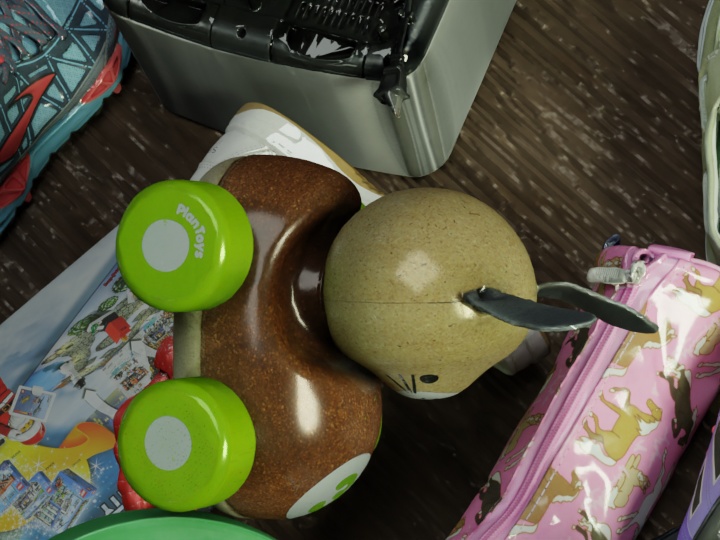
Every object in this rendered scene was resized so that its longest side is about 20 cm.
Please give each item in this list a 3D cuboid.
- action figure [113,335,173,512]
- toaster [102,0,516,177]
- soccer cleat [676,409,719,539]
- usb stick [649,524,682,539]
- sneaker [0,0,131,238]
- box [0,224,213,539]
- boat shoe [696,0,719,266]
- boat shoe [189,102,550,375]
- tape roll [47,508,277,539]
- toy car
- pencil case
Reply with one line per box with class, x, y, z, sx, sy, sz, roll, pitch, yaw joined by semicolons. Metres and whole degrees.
action figure;-0.096;0.129;1.107;0.051;0.065;0.202;5;85;14
toaster;-0.018;-0.154;1.236;0.180;0.119;0.201;15;66;20
soccer cleat;0.186;0.060;1.081;0.073;0.068;0.201;21;73;44
usb stick;0.213;0.106;1.100;0.199;0.033;0.056;-28;60;-4
sneaker;-0.184;-0.099;1.257;0.079;0.096;0.201;20;69;20
box;-0.122;0.069;1.189;0.200;0.038;0.137;-40;63;-10
boat shoe;0.197;-0.076;1.181;0.071;0.062;0.202;-1;62;11
boat shoe;0.000;0.000;1.178;0.199;0.071;0.069;35;74;23
tape roll;-0.085;0.204;1.048;0.199;0.048;0.202;0;90;-9
toy car;0.020;0.028;1.039;0.198;0.164;0.159;0;91;24
pencil case;0.101;0.082;1.102;0.086;0.083;0.201;35;73;-14
